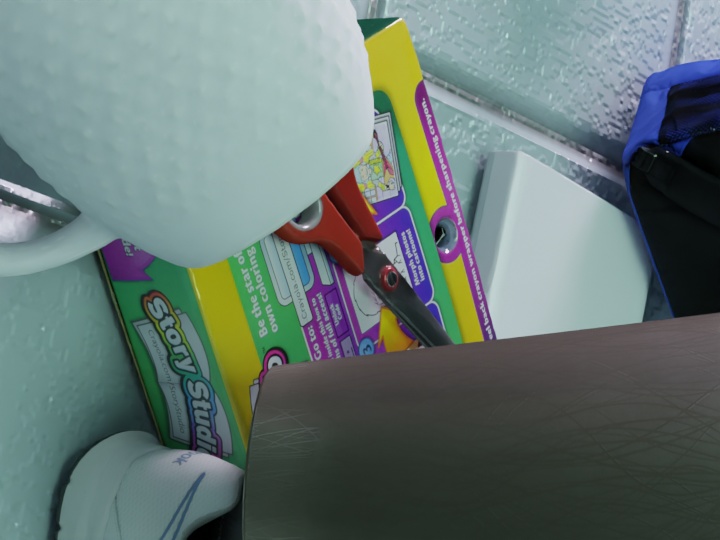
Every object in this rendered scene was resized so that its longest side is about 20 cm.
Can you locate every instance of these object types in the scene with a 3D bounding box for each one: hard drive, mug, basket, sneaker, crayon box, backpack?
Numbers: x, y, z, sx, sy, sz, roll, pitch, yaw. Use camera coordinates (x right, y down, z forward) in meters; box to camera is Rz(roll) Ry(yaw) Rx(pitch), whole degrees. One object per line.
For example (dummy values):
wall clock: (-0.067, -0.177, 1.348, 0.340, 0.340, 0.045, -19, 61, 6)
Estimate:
hard drive: (0.089, 0.057, 1.284, 0.132, 0.027, 0.201, 27, 71, -47)
mug: (-0.101, -0.082, 0.961, 0.200, 0.148, 0.176, -35, 103, 5)
basket: (0.061, 0.095, 1.012, 0.136, 0.199, 0.181, 78, 16, -55)
sneaker: (-0.084, 0.167, 1.037, 0.074, 0.087, 0.201, 6, 87, -50)
crayon box: (-0.024, 0.013, 1.127, 0.172, 0.058, 0.201, -35, 116, -42)
backpack: (0.257, -0.056, 1.337, 0.163, 0.199, 0.168, 63, 29, -30)

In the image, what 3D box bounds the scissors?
scissors: (0.000, 0.000, 1.102, 0.073, 0.014, 0.201, -50, 126, -39)
